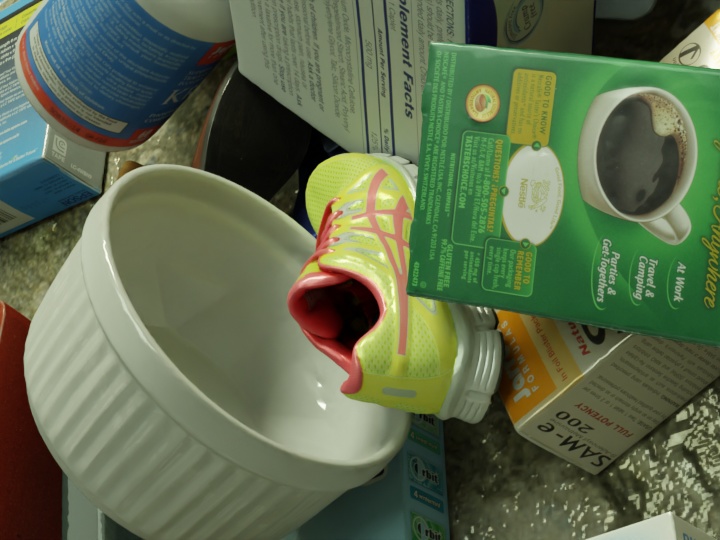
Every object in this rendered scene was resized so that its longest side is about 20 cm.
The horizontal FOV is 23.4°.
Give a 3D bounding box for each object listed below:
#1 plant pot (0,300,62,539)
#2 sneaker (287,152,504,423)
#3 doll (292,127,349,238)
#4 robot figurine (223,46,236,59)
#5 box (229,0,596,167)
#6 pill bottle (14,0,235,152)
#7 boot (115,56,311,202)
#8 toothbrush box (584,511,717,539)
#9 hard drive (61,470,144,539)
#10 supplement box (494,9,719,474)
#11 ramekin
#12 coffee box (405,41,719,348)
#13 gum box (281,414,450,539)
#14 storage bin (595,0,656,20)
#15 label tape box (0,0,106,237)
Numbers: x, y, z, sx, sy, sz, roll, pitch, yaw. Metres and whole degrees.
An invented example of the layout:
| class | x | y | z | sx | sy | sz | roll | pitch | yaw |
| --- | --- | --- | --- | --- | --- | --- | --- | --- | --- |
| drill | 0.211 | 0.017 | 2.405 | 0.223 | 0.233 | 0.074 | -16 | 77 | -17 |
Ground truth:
| class | x | y | z | sx | sy | sz | roll | pitch | yaw |
| --- | --- | --- | --- | --- | --- | --- | --- | --- | --- |
| plant pot | -0.228 | 0.162 | 1.064 | 0.199 | 0.176 | 0.202 | -17 | 56 | 37 |
| sneaker | 0.000 | 0.000 | 0.897 | 0.200 | 0.089 | 0.079 | -121 | 37 | -51 |
| doll | -0.009 | -0.086 | 1.083 | 0.136 | 0.048 | 0.202 | -22 | 52 | 50 |
| robot figurine | -0.119 | -0.233 | 1.228 | 0.175 | 0.115 | 0.202 | -21 | 54 | 44 |
| box | 0.023 | -0.155 | 0.942 | 0.105 | 0.185 | 0.200 | -38 | 57 | -24 |
| pill bottle | -0.125 | -0.171 | 1.083 | 0.200 | 0.111 | 0.113 | -40 | 42 | 42 |
| boot | -0.107 | -0.056 | 1.131 | 0.200 | 0.068 | 0.190 | 12 | 95 | 63 |
| toothbrush box | 0.108 | 0.228 | 0.761 | 0.146 | 0.085 | 0.202 | -24 | 51 | 34 |
| hard drive | -0.131 | 0.124 | 1.002 | 0.033 | 0.140 | 0.202 | -10 | 65 | 13 |
| supplement box | 0.147 | -0.013 | 0.867 | 0.200 | 0.073 | 0.127 | -43 | 44 | 19 |
| ramekin | -0.080 | 0.053 | 0.904 | 0.105 | 0.199 | 0.201 | -46 | 42 | 27 |
| coffee box | 0.122 | -0.034 | 0.788 | 0.198 | 0.044 | 0.124 | 8 | 97 | 24 |
| gum box | -0.029 | 0.128 | 0.984 | 0.169 | 0.044 | 0.202 | -26 | 52 | 32 |
| storage bin | 0.119 | -0.227 | 0.990 | 0.199 | 0.146 | 0.134 | 13 | 50 | 48 |
| label tape box | -0.257 | -0.136 | 1.351 | 0.142 | 0.066 | 0.202 | -20 | 52 | 36 |
